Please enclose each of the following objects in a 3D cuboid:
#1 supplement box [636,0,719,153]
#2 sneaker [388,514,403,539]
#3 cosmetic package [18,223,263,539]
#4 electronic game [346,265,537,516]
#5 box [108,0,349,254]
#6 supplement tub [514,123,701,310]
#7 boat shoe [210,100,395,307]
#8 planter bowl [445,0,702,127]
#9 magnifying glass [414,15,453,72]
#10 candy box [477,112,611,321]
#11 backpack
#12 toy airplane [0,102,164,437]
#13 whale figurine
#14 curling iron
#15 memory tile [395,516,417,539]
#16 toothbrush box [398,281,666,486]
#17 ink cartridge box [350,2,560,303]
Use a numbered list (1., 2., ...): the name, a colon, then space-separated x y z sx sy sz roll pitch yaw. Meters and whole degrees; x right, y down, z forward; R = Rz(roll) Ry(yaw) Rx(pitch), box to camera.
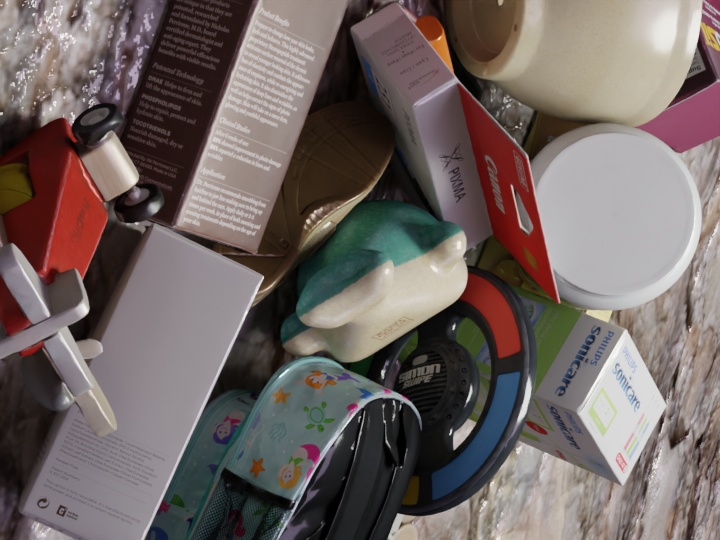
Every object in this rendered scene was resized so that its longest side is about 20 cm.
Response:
1. supplement box: 0.248 -0.211 1.637 0.110 0.086 0.200 18 51 -58
2. sneaker: 0.001 0.257 1.610 0.200 0.085 0.073 -56 144 -21
3. cosmetic package: -0.144 0.077 1.276 0.200 0.085 0.108 -64 -173 -4
4. electronic game: 0.057 0.091 1.523 0.042 0.200 0.200 24 88 -40
5. box: -0.087 -0.121 1.299 0.100 0.075 0.200 19 93 -58
6. supplement tub: 0.191 -0.040 1.559 0.200 0.145 0.146 22 89 -88
7. boat shoe: -0.050 -0.046 1.415 0.200 0.071 0.065 -47 177 -31
8. planter bowl: 0.149 -0.208 1.519 0.135 0.200 0.200 -4 114 -26
9. magnifying glass: 0.066 -0.126 1.504 0.022 0.080 0.200 -27 149 -6
10. candy box: 0.182 -0.042 1.709 0.055 0.115 0.200 21 91 -59
11. backpack: -0.047 0.162 1.446 0.200 0.150 0.178 -62 153 3
12. toy airplane: -0.203 -0.005 1.125 0.199 0.141 0.200 21 57 -70
13. whale figurine: 0.000 0.000 1.439 0.159 0.104 0.200 -33 171 12
14. curling iron: 0.051 -0.164 1.529 0.050 0.026 0.200 -50 155 10
15. memory tile: 0.004 0.195 1.671 0.200 0.017 0.153 5 104 -58
16. toothbrush box: 0.135 0.081 1.629 0.086 0.200 0.146 -59 148 -16
17. ink cartridge box: 0.070 -0.074 1.445 0.045 0.176 0.200 -31 146 -8
